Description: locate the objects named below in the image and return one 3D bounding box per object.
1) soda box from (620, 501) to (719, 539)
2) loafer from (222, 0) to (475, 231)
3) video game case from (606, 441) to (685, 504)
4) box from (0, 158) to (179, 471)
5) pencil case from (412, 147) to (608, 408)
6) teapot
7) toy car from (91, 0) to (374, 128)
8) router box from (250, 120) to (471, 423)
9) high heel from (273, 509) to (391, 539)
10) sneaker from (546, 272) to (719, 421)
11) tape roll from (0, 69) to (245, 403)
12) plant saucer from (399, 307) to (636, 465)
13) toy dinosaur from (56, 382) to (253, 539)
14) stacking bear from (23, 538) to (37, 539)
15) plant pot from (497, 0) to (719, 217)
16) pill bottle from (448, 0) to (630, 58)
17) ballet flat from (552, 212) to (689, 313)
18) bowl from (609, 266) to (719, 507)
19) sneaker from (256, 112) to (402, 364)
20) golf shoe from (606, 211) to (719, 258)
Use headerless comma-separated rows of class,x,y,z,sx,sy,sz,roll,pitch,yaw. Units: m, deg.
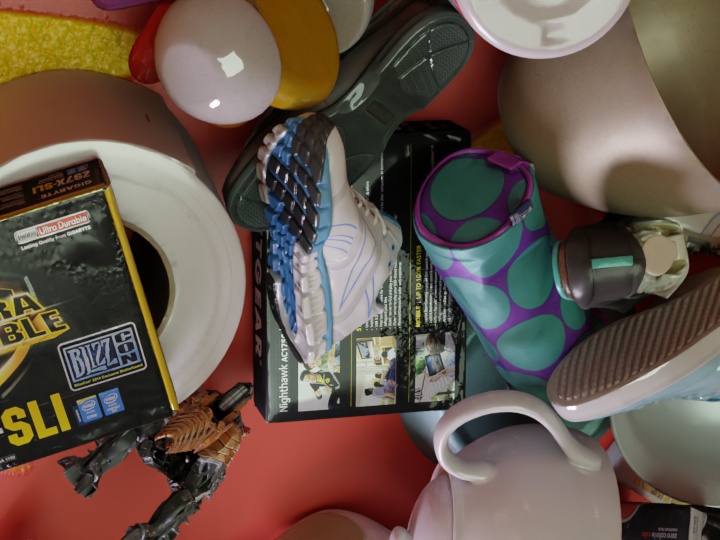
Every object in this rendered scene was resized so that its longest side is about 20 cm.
soda box,0.220,0.210,1.346,0.063,0.200,0.072,9,81,-20
loafer,-0.013,-0.107,1.177,0.200,0.063,0.072,-40,135,7
video game case,0.317,0.132,1.440,0.199,0.023,0.183,32,102,-26
box,-0.224,0.040,1.071,0.198,0.049,0.161,-17,119,-7
pencil case,0.111,0.009,1.226,0.092,0.085,0.201,-39,133,-8
teapot,0.093,0.195,1.269,0.145,0.197,0.202,7,80,-9
toy car,-0.099,-0.182,1.113,0.149,0.175,0.201,-16,106,39
router box,0.000,0.000,1.254,0.148,0.051,0.202,-3,104,-15
high heel,0.011,0.248,1.380,0.198,0.072,0.144,-18,121,-9
sneaker,0.224,0.066,1.214,0.199,0.074,0.082,-25,118,-3
tape roll,-0.184,-0.013,1.164,0.201,0.139,0.205,-6,116,-13
plant saucer,0.125,0.080,1.354,0.198,0.036,0.202,-6,115,-13
toy dinosaur,-0.127,0.117,1.216,0.136,0.102,0.200,-42,154,-7
stacking bear,-0.200,0.295,1.320,0.113,0.122,0.199,-24,138,36
plant pot,0.171,-0.118,1.208,0.134,0.201,0.200,-23,123,31
pill bottle,0.092,-0.210,1.114,0.113,0.200,0.115,-4,112,-9
ballet flat,0.182,-0.004,1.201,0.068,0.200,0.069,-9,94,19
bowl,0.274,0.070,1.330,0.199,0.091,0.203,-2,120,-3
sneaker,-0.014,-0.031,1.156,0.086,0.075,0.201,-23,144,-20
golf shoe,0.273,-0.054,1.328,0.198,0.078,0.098,9,93,-24
